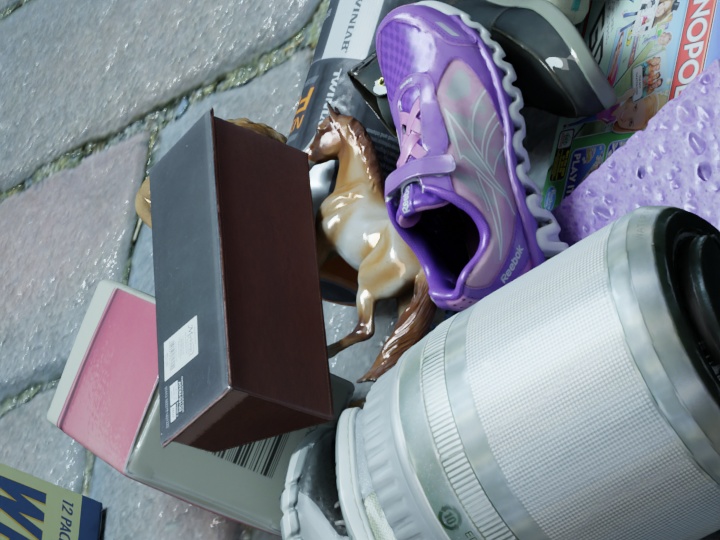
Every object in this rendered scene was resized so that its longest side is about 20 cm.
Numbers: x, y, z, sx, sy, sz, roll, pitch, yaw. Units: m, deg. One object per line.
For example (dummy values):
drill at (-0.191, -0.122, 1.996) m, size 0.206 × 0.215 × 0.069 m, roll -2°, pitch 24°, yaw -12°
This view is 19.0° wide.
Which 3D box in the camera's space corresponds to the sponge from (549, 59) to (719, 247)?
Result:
sponge at (0.158, -0.013, 1.204) m, size 0.200 × 0.030 × 0.112 m, roll -45°, pitch 48°, yaw 37°

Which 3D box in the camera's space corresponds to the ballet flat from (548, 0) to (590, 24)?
ballet flat at (0.099, -0.183, 1.390) m, size 0.070 × 0.069 × 0.200 m, roll -64°, pitch 19°, yaw -1°

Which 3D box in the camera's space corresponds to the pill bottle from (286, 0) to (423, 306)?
pill bottle at (0.004, -0.080, 1.421) m, size 0.106 × 0.106 × 0.202 m, roll -3°, pitch 65°, yaw 52°

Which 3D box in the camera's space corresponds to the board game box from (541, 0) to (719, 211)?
board game box at (0.180, -0.124, 1.285) m, size 0.134 × 0.029 × 0.202 m, roll -10°, pitch 61°, yaw 51°

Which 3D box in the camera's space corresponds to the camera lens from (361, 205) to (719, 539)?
camera lens at (0.121, 0.073, 1.100) m, size 0.199 × 0.160 × 0.161 m, roll -31°, pitch 45°, yaw 27°

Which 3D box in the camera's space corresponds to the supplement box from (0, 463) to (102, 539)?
supplement box at (-0.328, 0.229, 1.573) m, size 0.199 × 0.199 × 0.135 m, roll -27°, pitch 49°, yaw 39°

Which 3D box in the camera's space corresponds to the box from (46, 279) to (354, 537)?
box at (-0.110, 0.087, 1.410) m, size 0.110 × 0.127 × 0.200 m, roll -68°, pitch 22°, yaw -3°

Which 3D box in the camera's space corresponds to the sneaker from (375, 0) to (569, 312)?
sneaker at (0.049, -0.061, 1.225) m, size 0.080 × 0.088 × 0.202 m, roll -33°, pitch 72°, yaw 46°

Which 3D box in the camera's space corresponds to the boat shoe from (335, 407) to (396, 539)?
boat shoe at (0.030, 0.161, 1.198) m, size 0.064 × 0.075 × 0.203 m, roll -16°, pitch 49°, yaw 0°

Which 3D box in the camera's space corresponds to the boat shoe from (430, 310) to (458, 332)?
boat shoe at (0.061, 0.084, 1.259) m, size 0.068 × 0.084 × 0.202 m, roll -27°, pitch 46°, yaw 40°

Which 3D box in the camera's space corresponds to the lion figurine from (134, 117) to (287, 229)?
lion figurine at (-0.102, -0.059, 1.509) m, size 0.122 × 0.199 × 0.073 m, roll 27°, pitch 113°, yaw 26°

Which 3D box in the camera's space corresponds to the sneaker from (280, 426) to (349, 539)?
sneaker at (0.014, 0.184, 1.276) m, size 0.115 × 0.075 × 0.202 m, roll -18°, pitch 63°, yaw 39°

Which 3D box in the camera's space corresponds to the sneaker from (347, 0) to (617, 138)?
sneaker at (0.072, -0.111, 1.300) m, size 0.106 × 0.075 × 0.200 m, roll -38°, pitch 27°, yaw -8°

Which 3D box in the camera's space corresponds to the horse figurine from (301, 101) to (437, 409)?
horse figurine at (0.000, 0.000, 1.299) m, size 0.133 × 0.050 × 0.200 m, roll -55°, pitch 38°, yaw 10°

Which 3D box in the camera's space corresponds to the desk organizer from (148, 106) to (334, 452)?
desk organizer at (-0.073, 0.011, 1.284) m, size 0.072 × 0.077 × 0.201 m, roll -40°, pitch 43°, yaw 39°
